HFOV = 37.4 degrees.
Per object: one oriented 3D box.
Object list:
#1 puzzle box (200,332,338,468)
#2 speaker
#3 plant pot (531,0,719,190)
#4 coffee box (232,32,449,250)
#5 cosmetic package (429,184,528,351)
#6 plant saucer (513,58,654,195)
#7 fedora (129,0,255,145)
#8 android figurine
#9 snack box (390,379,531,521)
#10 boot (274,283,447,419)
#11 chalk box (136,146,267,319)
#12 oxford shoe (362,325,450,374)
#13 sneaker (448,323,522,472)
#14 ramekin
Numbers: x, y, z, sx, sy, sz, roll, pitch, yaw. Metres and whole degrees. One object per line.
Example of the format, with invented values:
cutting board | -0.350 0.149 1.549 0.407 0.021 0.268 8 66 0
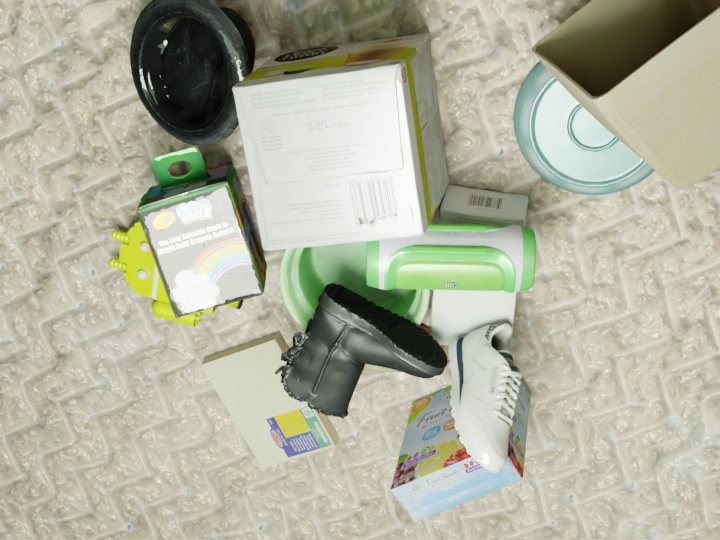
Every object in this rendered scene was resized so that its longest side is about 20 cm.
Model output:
puzzle box | -0.134 0.196 1.585 0.133 0.025 0.200 -19 111 21
speaker | 0.108 -0.016 1.283 0.199 0.089 0.089 1 117 2
plant pot | 0.341 -0.211 1.160 0.200 0.200 0.177 -37 118 8
coffee box | -0.015 -0.159 1.274 0.199 0.198 0.201 -4 112 16
cosmetic package | 0.154 0.001 1.388 0.112 0.081 0.201 9 119 9
plant saucer | 0.285 -0.180 1.294 0.199 0.027 0.201 5 118 10
fedora | -0.191 -0.256 1.317 0.200 0.092 0.201 19 126 28
android figurine | -0.257 -0.009 1.501 0.199 0.041 0.183 16 119 3
snack box | 0.139 0.227 1.437 0.168 0.200 0.068 -27 108 23
boot | -0.004 0.125 1.379 0.198 0.073 0.163 30 118 5
chalk box | -0.209 -0.062 1.381 0.124 0.124 0.201 -16 107 1
oxford shoe | 0.030 0.112 1.492 0.199 0.071 0.074 10 144 7
sneaker | 0.160 0.152 1.311 0.080 0.201 0.076 -25 137 23
ramekin | 0.000 0.000 1.412 0.199 0.098 0.201 6 118 11
